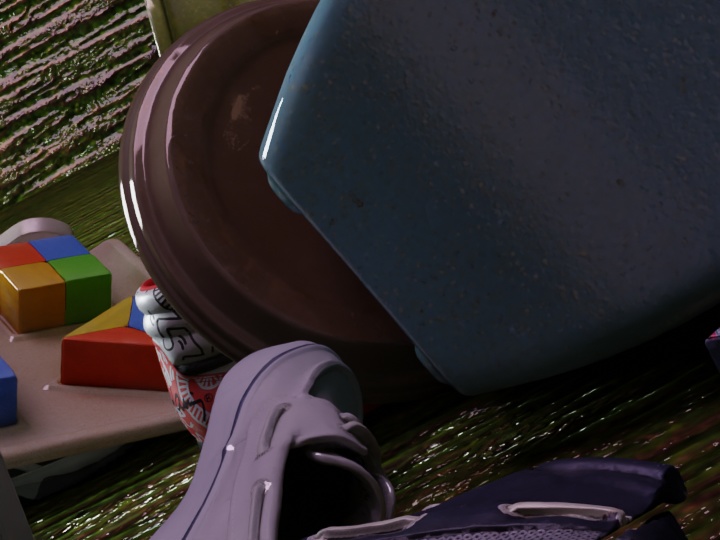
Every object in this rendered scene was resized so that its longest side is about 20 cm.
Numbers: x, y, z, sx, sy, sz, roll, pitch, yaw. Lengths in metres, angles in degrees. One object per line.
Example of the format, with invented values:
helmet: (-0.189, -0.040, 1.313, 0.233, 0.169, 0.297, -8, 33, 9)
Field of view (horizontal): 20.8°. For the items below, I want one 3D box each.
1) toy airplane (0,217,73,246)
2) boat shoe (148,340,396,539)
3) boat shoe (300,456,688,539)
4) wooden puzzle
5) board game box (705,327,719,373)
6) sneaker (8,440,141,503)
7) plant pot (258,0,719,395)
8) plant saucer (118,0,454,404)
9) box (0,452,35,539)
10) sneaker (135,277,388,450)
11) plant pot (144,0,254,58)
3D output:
toy airplane: (-0.252, 0.050, 1.167, 0.198, 0.142, 0.200, -17, -24, -11)
boat shoe: (-0.019, 0.082, 0.670, 0.065, 0.074, 0.200, -18, 24, 21)
boat shoe: (0.002, 0.101, 0.527, 0.199, 0.075, 0.093, -11, 11, 32)
wooden puzzle: (-0.178, 0.035, 0.988, 0.199, 0.047, 0.185, -15, 32, -28)
board game box: (0.217, -0.008, 0.576, 0.135, 0.035, 0.200, -35, 13, -34)
sneaker: (-0.182, 0.076, 1.022, 0.199, 0.089, 0.074, -27, 9, -6)
plant pot: (0.075, -0.064, 0.737, 0.200, 0.197, 0.196, -41, -1, 7)
plant saucer: (-0.004, -0.040, 0.840, 0.200, 0.200, 0.029, -34, -13, -31)
box: (-0.265, 0.082, 0.801, 0.198, 0.201, 0.131, -15, 18, 10)
sneaker: (0.000, 0.000, 0.867, 0.201, 0.108, 0.067, -29, 11, -11)
plant pot: (-0.006, -0.112, 1.042, 0.183, 0.201, 0.200, -16, 11, 1)
